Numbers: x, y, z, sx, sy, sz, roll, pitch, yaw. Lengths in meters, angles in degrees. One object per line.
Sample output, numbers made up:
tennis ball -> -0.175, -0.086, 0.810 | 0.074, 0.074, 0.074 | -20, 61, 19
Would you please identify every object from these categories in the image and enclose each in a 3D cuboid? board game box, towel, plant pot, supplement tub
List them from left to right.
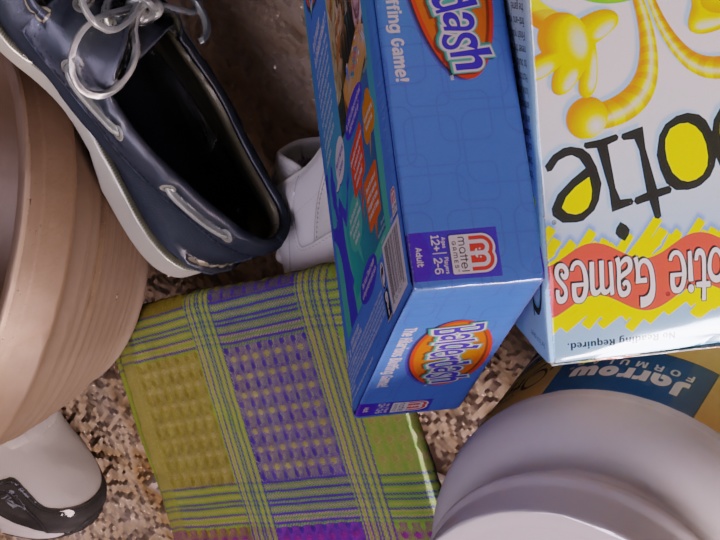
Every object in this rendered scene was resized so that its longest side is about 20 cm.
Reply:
plant pot -> -0.159, -0.005, 0.845 | 0.200, 0.092, 0.203 | -18, 67, 49
towel -> -0.035, 0.073, 0.799 | 0.199, 0.023, 0.145 | -15, 92, 50
board game box -> 0.014, -0.066, 0.648 | 0.152, 0.044, 0.202 | 112, 152, -71
board game box -> 0.094, -0.083, 0.614 | 0.102, 0.105, 0.202 | -6, 101, -5
supplement tub -> 0.113, 0.085, 0.689 | 0.143, 0.200, 0.146 | 14, 123, 23

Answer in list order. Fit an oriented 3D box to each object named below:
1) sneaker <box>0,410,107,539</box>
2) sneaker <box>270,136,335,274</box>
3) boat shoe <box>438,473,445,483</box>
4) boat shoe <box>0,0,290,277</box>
sneaker -> -0.199, 0.050, 0.940 | 0.200, 0.074, 0.080 | 46, 128, -1
sneaker -> 0.000, 0.000, 0.806 | 0.100, 0.075, 0.201 | 41, 130, 26
boat shoe -> 0.025, 0.121, 0.854 | 0.199, 0.071, 0.070 | 26, 115, 17
boat shoe -> -0.095, -0.085, 0.749 | 0.061, 0.075, 0.201 | -11, 113, 43
